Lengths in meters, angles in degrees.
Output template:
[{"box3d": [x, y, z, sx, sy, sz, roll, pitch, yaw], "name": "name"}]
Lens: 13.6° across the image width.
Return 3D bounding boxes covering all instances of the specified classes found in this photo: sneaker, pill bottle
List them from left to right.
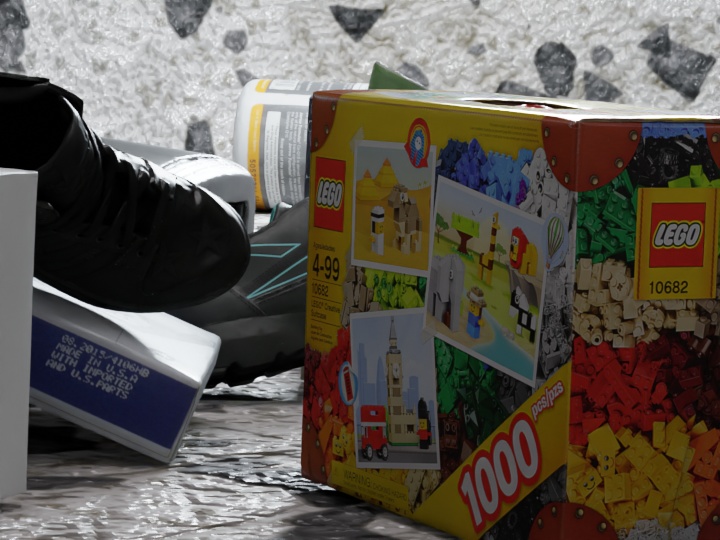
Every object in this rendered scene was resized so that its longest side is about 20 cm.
[{"box3d": [-0.122, -0.034, 1.158, 0.199, 0.060, 0.104, 17, -16, -19], "name": "sneaker"}, {"box3d": [-0.006, -0.106, 2.634, 0.199, 0.117, 0.116, 3, 5, 8], "name": "pill bottle"}, {"box3d": [0.000, 0.000, 1.404, 0.199, 0.080, 0.075, -9, -12, -16], "name": "sneaker"}]

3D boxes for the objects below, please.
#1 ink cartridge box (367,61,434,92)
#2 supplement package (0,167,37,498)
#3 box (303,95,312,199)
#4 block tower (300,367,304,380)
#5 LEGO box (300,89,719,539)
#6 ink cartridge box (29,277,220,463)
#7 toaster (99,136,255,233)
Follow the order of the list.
[{"box3d": [0.077, 0.000, 1.176, 0.059, 0.104, 0.200, -4, 26, -43], "name": "ink cartridge box"}, {"box3d": [-0.228, 0.019, 1.058, 0.199, 0.122, 0.120, 4, 4, 22], "name": "supplement package"}, {"box3d": [0.072, -0.078, 2.330, 0.199, 0.115, 0.132, -1, 6, -29], "name": "box"}, {"box3d": [0.001, 0.019, 1.542, 0.057, 0.054, 0.200, 1, 6, 3], "name": "block tower"}, {"box3d": [0.056, 0.015, 1.061, 0.077, 0.150, 0.200, -1, 5, -26], "name": "LEGO box"}, {"box3d": [-0.155, 0.010, 1.266, 0.199, 0.041, 0.200, 24, 4, -3], "name": "ink cartridge box"}, {"box3d": [-0.133, -0.011, 1.507, 0.128, 0.114, 0.200, 6, 4, 16], "name": "toaster"}]
